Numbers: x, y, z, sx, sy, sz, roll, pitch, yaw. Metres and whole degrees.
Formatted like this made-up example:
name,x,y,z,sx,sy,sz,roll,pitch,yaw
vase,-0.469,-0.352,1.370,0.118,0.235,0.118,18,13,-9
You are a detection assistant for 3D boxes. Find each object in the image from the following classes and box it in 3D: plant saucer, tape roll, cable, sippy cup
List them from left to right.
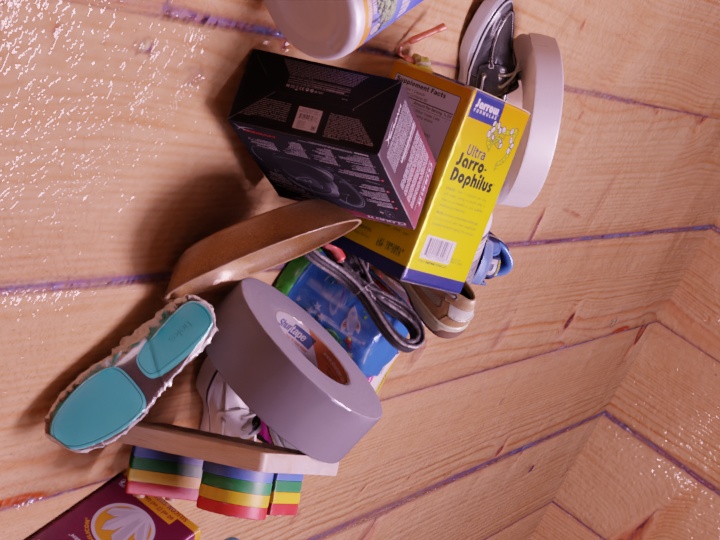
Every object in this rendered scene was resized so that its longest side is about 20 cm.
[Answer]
name,x,y,z,sx,sy,sz,roll,pitch,yaw
plant saucer,-0.096,-0.025,1.427,0.198,0.036,0.200,-21,176,-2
tape roll,-0.069,0.100,1.535,0.066,0.201,0.200,-46,161,11
sippy cup,-0.017,0.048,1.684,0.139,0.130,0.179,-7,128,-62
cable,0.000,0.000,1.597,0.097,0.201,0.050,-24,167,-47
tape roll,0.190,-0.176,1.774,0.203,0.037,0.206,-171,-90,-80

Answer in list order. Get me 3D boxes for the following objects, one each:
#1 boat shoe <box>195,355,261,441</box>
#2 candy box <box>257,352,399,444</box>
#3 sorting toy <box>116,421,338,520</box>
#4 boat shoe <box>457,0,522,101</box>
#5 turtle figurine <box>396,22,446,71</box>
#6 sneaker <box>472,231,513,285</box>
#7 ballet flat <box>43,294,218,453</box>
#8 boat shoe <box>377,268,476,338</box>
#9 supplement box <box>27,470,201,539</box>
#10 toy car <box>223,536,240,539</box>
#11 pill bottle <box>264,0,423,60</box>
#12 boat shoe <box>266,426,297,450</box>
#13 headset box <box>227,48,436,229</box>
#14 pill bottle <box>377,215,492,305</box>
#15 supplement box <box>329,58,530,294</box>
name,x,y,z,sx,sy,sz,roll,pitch,yaw
boat shoe,-0.135,0.151,1.655,0.071,0.070,0.201,-39,153,-36
candy box,-0.042,0.149,1.867,0.137,0.061,0.199,-62,159,14
sorting toy,-0.150,0.200,1.501,0.199,0.198,0.071,23,77,-68
boat shoe,0.154,-0.228,1.738,0.072,0.071,0.201,-39,152,-37
turtle figurine,0.043,-0.156,1.610,0.201,0.064,0.162,-52,158,-13
sneaker,0.140,-0.024,1.986,0.199,0.082,0.074,-7,129,-61
ballet flat,-0.215,0.100,1.421,0.200,0.072,0.072,-40,154,-23
boat shoe,0.061,-0.024,1.644,0.071,0.200,0.076,-26,156,-38
supplement box,-0.270,0.307,1.531,0.199,0.110,0.086,-33,149,-46
toy car,-0.223,0.442,1.830,0.183,0.178,0.200,-23,173,-34
pill bottle,0.015,-0.275,1.315,0.200,0.112,0.113,-40,154,-35
boat shoe,-0.073,0.161,1.681,0.201,0.075,0.061,-93,-165,-55
headset box,-0.020,-0.114,1.401,0.200,0.147,0.078,54,52,-67
pill bottle,0.092,-0.043,1.809,0.116,0.115,0.202,-33,149,-44
supplement box,0.069,-0.094,1.531,0.109,0.108,0.202,13,101,-51
